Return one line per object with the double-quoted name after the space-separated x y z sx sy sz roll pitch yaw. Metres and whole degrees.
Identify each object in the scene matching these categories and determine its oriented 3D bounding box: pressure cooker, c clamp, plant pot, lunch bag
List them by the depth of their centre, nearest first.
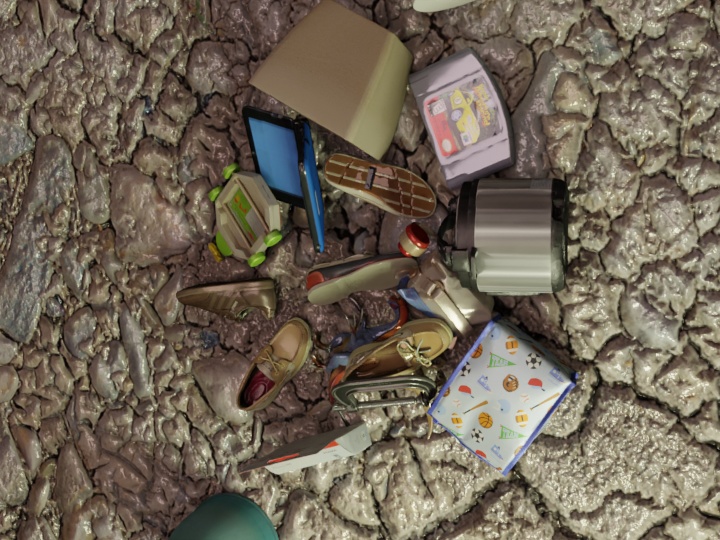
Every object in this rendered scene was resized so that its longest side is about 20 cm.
0.215 -0.055 1.483 0.197 0.176 0.181 1 77 13 "pressure cooker"
0.222 0.198 1.549 0.169 0.124 0.201 36 102 13 "lunch bag"
-0.025 -0.311 1.561 0.199 0.199 0.179 32 96 16 "plant pot"
0.037 0.206 1.600 0.197 0.171 0.027 -10 59 18 "c clamp"
-0.273 0.530 1.764 0.197 0.188 0.203 3 98 22 "plant pot"

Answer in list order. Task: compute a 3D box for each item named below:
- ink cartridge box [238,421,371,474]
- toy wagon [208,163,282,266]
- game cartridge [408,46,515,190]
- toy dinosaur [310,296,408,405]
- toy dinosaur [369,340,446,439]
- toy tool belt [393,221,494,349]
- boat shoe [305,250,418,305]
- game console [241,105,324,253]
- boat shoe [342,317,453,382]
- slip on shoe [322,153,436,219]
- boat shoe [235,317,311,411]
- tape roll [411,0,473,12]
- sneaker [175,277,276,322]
-0.090 0.317 1.652 0.158 0.200 0.048 -19 89 24 "ink cartridge box"
-0.211 -0.085 1.721 0.156 0.039 0.200 58 138 13 "toy wagon"
0.168 -0.245 1.564 0.132 0.041 0.203 -22 88 20 "game cartridge"
0.005 0.116 1.676 0.179 0.106 0.202 -10 126 14 "toy dinosaur"
0.097 0.177 1.642 0.100 0.058 0.201 -28 105 29 "toy dinosaur"
0.112 0.032 1.570 0.200 0.125 0.123 42 119 -8 "toy tool belt"
0.000 0.000 1.650 0.197 0.071 0.063 -18 47 13 "boat shoe"
-0.128 -0.148 1.610 0.116 0.172 0.202 -6 136 4 "game console"
0.059 0.139 1.562 0.199 0.063 0.074 -28 105 30 "boat shoe"
0.032 -0.140 1.624 0.197 0.061 0.077 17 91 2 "slip on shoe"
-0.155 0.174 1.735 0.074 0.066 0.201 36 109 15 "boat shoe"
0.166 -0.443 1.450 0.201 0.202 0.038 -21 88 24 "tape roll"
-0.244 0.059 1.758 0.197 0.070 0.077 -6 95 24 "sneaker"
